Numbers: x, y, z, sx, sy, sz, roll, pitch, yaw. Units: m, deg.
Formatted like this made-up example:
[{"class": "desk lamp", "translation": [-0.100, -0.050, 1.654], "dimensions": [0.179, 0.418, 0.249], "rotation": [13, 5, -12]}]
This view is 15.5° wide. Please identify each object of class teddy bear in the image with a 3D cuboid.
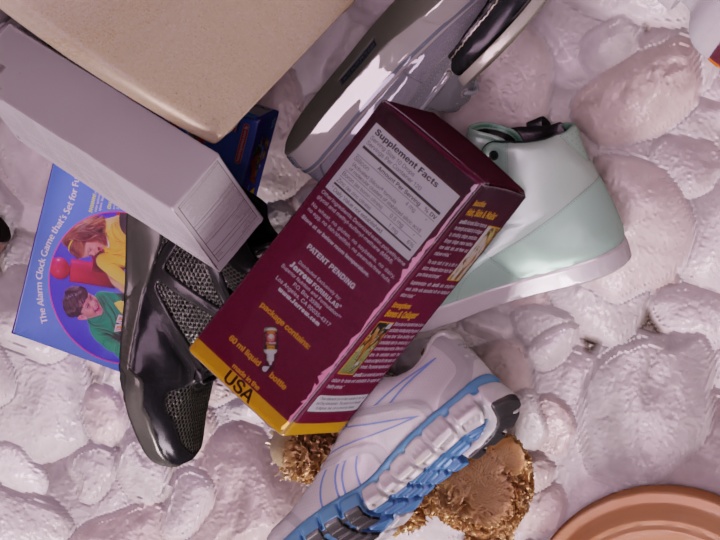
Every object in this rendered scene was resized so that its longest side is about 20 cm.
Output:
[{"class": "teddy bear", "translation": [0.028, 0.117, 1.772], "dimensions": [0.199, 0.067, 0.146], "rotation": [2, 93, 22]}]

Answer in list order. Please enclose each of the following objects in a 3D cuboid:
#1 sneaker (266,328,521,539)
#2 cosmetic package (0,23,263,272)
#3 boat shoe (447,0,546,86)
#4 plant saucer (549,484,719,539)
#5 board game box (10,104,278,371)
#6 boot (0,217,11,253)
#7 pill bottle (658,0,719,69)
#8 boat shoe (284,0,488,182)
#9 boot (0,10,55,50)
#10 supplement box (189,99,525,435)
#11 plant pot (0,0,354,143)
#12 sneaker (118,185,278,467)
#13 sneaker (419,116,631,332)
[{"class": "sneaker", "translation": [0.010, 0.115, 1.715], "dimensions": [0.200, 0.075, 0.087], "rotation": [-40, 62, 15]}, {"class": "cosmetic package", "translation": [-0.157, -0.080, 1.679], "dimensions": [0.200, 0.083, 0.051], "rotation": [32, 75, 32]}, {"class": "boat shoe", "translation": [0.104, -0.207, 1.635], "dimensions": [0.066, 0.075, 0.200], "rotation": [38, 86, -4]}, {"class": "plant saucer", "translation": [0.204, 0.243, 1.759], "dimensions": [0.199, 0.032, 0.201], "rotation": [4, 104, 16]}, {"class": "board game box", "translation": [-0.147, -0.032, 1.793], "dimensions": [0.134, 0.045, 0.201], "rotation": [19, 107, 11]}, {"class": "boot", "translation": [-0.367, 0.002, 1.852], "dimensions": [0.186, 0.064, 0.200], "rotation": [37, 113, -2]}, {"class": "pill bottle", "translation": [0.271, -0.151, 1.611], "dimensions": [0.200, 0.110, 0.110], "rotation": [39, 109, 5]}, {"class": "boat shoe", "translation": [0.038, -0.129, 1.714], "dimensions": [0.071, 0.070, 0.201], "rotation": [38, 106, -20]}, {"class": "boot", "translation": [-0.306, -0.144, 1.806], "dimensions": [0.200, 0.070, 0.132], "rotation": [-31, 97, 24]}, {"class": "supplement box", "translation": [0.000, 0.000, 1.637], "dimensions": [0.086, 0.110, 0.200], "rotation": [41, 100, 15]}, {"class": "plant pot", "translation": [-0.111, -0.189, 1.656], "dimensions": [0.200, 0.200, 0.177], "rotation": [-45, 99, -1]}, {"class": "sneaker", "translation": [-0.095, 0.036, 1.728], "dimensions": [0.114, 0.076, 0.200], "rotation": [7, 99, 21]}, {"class": "sneaker", "translation": [0.064, -0.033, 1.714], "dimensions": [0.200, 0.074, 0.119], "rotation": [-18, 103, 9]}]
